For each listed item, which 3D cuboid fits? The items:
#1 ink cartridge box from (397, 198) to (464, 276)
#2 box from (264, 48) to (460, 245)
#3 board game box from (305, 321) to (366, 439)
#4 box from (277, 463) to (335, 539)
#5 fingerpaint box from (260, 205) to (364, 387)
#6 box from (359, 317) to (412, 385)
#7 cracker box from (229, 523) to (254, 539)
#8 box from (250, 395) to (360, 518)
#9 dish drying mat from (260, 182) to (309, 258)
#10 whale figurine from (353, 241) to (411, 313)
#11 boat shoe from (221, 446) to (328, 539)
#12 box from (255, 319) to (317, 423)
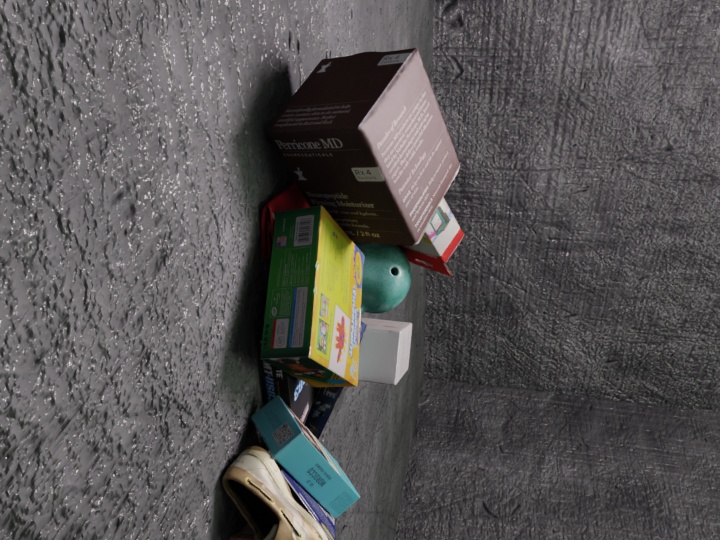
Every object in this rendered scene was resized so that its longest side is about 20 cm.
[{"bbox_3d":[0.093,-0.084,1.027,0.067,0.116,0.200,-53,135,-16],"label":"ink cartridge box"},{"bbox_3d":[0.011,-0.165,0.848,0.165,0.165,0.201,-58,136,-28],"label":"box"},{"bbox_3d":[-0.051,0.195,1.058,0.136,0.034,0.201,-69,-178,-56],"label":"board game box"},{"bbox_3d":[-0.080,0.326,0.873,0.122,0.032,0.200,52,-9,7],"label":"box"},{"bbox_3d":[-0.059,0.042,0.836,0.167,0.072,0.202,46,43,-60],"label":"fingerpaint box"},{"bbox_3d":[0.020,0.162,1.288,0.200,0.150,0.108,-1,96,-78],"label":"box"},{"bbox_3d":[-0.130,0.420,0.873,0.200,0.057,0.136,34,59,-78],"label":"cracker box"},{"bbox_3d":[-0.074,0.266,0.871,0.082,0.049,0.201,43,-13,47],"label":"box"},{"bbox_3d":[-0.103,-0.084,0.901,0.200,0.018,0.078,-58,150,-67],"label":"dish drying mat"},{"bbox_3d":[0.000,0.000,1.043,0.103,0.198,0.161,-11,-112,57],"label":"whale figurine"},{"bbox_3d":[-0.104,0.320,0.764,0.201,0.074,0.066,53,34,5],"label":"boat shoe"},{"bbox_3d":[-0.097,0.124,0.946,0.200,0.049,0.201,-66,157,-58],"label":"box"}]
